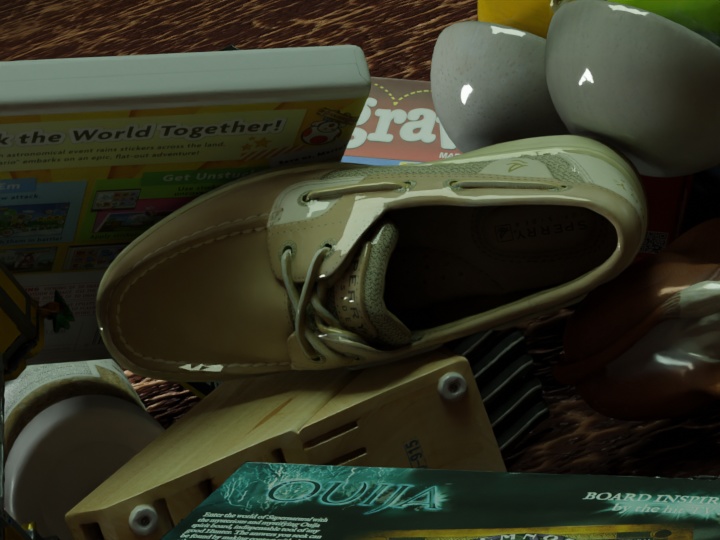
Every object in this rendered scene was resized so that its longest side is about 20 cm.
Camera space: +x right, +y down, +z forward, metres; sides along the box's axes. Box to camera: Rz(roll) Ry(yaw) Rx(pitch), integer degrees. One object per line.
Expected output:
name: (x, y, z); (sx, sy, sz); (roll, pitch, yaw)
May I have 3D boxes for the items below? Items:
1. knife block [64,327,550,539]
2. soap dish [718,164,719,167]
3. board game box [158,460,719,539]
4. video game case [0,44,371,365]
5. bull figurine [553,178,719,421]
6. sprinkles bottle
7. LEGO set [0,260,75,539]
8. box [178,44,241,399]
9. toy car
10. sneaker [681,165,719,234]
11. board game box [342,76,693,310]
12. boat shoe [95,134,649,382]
knife block: (-0.021, 0.064, 1.065); (0.200, 0.064, 0.176); (-23, 12, -14)
soap dish: (0.185, -0.091, 1.233); (0.200, 0.157, 0.081); (-15, 30, 19)
board game box: (0.020, 0.099, 0.858); (0.200, 0.028, 0.135); (0, 22, 30)
video game case: (-0.112, -0.018, 1.052); (0.200, 0.023, 0.182); (-4, -30, -18)
bull figurine: (0.154, 0.002, 1.055); (0.121, 0.065, 0.200); (-14, 12, 44)
sprinkles bottle: (-0.116, 0.069, 1.171); (0.068, 0.068, 0.200); (-21, 13, -8)
LEGO set: (-0.178, 0.087, 1.024); (0.200, 0.116, 0.154); (-22, 54, 8)
box: (-0.050, -0.018, 1.289); (0.160, 0.049, 0.200); (-27, 44, -37)
toy car: (0.135, -0.100, 1.088); (0.200, 0.150, 0.175); (-3, 57, 62)
sneaker: (0.074, -0.010, 1.197); (0.199, 0.071, 0.083); (4, 56, 9)
board game box: (0.030, -0.034, 1.165); (0.200, 0.019, 0.103); (5, 49, 14)
boat shoe: (0.000, 0.000, 1.004); (0.200, 0.072, 0.065); (-11, 13, 11)
